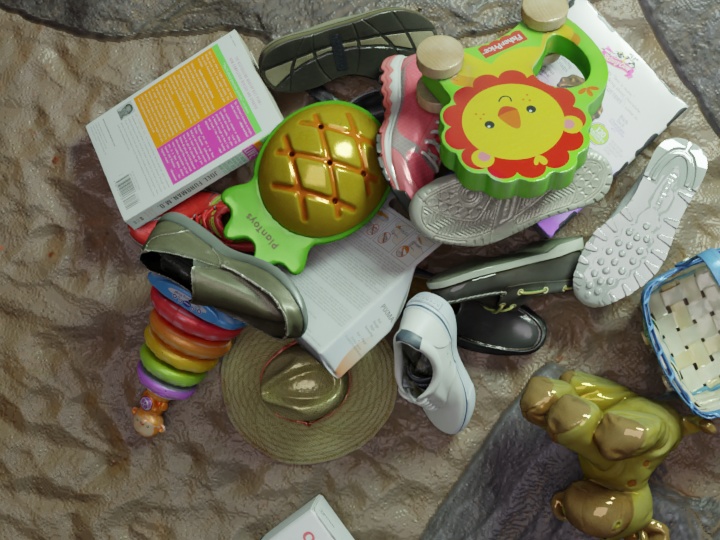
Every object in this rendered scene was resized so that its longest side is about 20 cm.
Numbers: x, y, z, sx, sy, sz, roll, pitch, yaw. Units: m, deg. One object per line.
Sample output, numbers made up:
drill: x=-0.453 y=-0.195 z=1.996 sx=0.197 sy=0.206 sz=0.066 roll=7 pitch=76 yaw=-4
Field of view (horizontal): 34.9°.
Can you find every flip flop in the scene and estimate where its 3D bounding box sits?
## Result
flip flop: x=-0.014 y=-0.241 z=1.240 sx=0.198 sy=0.058 sz=0.082 roll=-13 pitch=120 yaw=-5

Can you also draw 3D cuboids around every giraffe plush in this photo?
giraffe plush: x=0.259 y=0.208 z=1.200 sx=0.199 sy=0.172 sz=0.163 roll=5 pitch=103 yaw=-30

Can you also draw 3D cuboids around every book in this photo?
book: x=-0.188 y=-0.151 z=1.238 sx=0.199 sy=0.048 sz=0.134 roll=-29 pitch=65 yaw=5

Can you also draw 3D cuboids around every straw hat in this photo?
straw hat: x=-0.061 y=0.122 z=1.236 sx=0.199 sy=0.085 sz=0.203 roll=0 pitch=91 yaw=4

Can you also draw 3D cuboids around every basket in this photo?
basket: x=0.364 y=0.066 z=1.147 sx=0.138 sy=0.200 sz=0.177 roll=-25 pitch=86 yaw=-4

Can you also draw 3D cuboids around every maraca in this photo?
maraca: x=-0.052 y=-0.087 z=1.179 sx=0.200 sy=0.107 sz=0.137 roll=-44 pitch=88 yaw=-9

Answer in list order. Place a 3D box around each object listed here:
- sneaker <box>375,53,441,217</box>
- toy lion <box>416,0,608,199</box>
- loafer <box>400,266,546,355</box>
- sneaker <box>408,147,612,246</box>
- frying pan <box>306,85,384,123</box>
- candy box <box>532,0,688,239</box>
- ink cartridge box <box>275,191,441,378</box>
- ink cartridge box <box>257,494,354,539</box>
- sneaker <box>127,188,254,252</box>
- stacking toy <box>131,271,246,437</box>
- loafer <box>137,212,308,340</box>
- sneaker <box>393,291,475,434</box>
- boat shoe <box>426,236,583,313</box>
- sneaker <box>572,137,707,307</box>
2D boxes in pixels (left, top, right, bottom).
sneaker: x=0.067 y=-0.147 z=1.160 sx=0.086 sy=0.074 sz=0.201 roll=-13 pitch=58 yaw=21
toy lion: x=0.155 y=-0.160 z=1.094 sx=0.199 sy=0.069 sz=0.192 roll=-27 pitch=60 yaw=-16
loafer: x=0.105 y=0.046 z=1.231 sx=0.199 sy=0.072 sz=0.073 roll=16 pitch=91 yaw=3
sneaker: x=0.139 y=-0.084 z=1.137 sx=0.199 sy=0.111 sz=0.077 roll=-17 pitch=108 yaw=-3
frying pan: x=-0.011 y=-0.150 z=1.253 sx=0.189 sy=0.031 sz=0.116 roll=16 pitch=82 yaw=16
candy box: x=0.215 y=-0.162 z=1.222 sx=0.200 sy=0.072 sz=0.168 roll=-43 pitch=88 yaw=4
ink cartridge box: x=0.000 y=0.000 z=1.210 sx=0.200 sy=0.162 sz=0.050 roll=-40 pitch=130 yaw=-10
ink cartridge box: x=-0.081 y=0.364 z=1.241 sx=0.200 sy=0.084 sz=0.145 roll=-37 pitch=89 yaw=4
sneaker: x=-0.158 y=-0.056 z=1.241 sx=0.198 sy=0.085 sz=0.078 roll=0 pitch=89 yaw=3
stacking toy: x=-0.203 y=0.098 z=1.250 sx=0.116 sy=0.110 sz=0.201 roll=31 pitch=106 yaw=10
loafer: x=-0.142 y=0.018 z=1.151 sx=0.199 sy=0.070 sz=0.076 roll=29 pitch=137 yaw=19
sneaker: x=0.067 y=0.111 z=1.186 sx=0.073 sy=0.201 sz=0.071 roll=18 pitch=53 yaw=33
boat shoe: x=0.158 y=0.013 z=1.192 sx=0.200 sy=0.072 sz=0.061 roll=-15 pitch=99 yaw=-31
sneaker: x=0.295 y=-0.044 z=1.208 sx=0.076 sy=0.080 sz=0.200 roll=37 pitch=90 yaw=6
